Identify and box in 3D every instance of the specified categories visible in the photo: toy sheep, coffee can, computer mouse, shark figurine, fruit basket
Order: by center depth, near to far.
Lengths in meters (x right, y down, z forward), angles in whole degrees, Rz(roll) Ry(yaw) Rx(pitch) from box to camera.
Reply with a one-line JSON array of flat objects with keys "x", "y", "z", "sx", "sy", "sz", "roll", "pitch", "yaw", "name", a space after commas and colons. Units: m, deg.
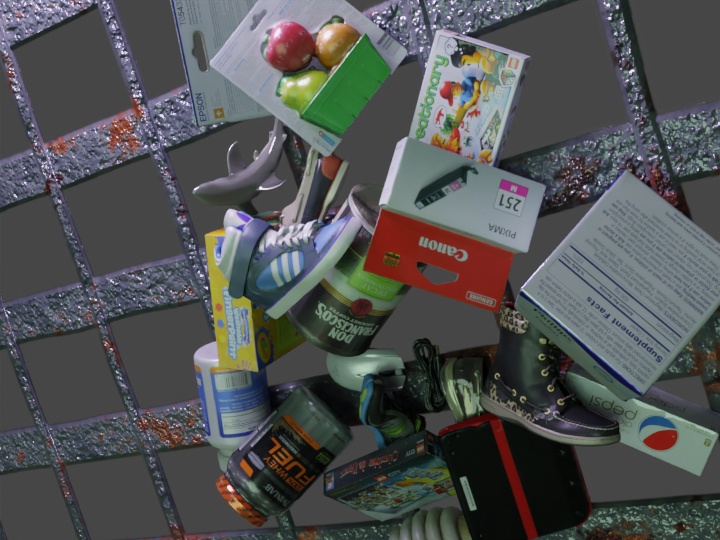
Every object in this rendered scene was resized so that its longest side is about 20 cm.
[{"x": -0.068, "y": -0.283, "z": 1.212, "sx": 0.200, "sy": 0.094, "sz": 0.185, "roll": 36, "pitch": 86, "yaw": -2, "name": "fruit basket"}, {"x": 0.000, "y": 0.000, "z": 1.262, "sx": 0.146, "sy": 0.146, "sz": 0.200, "roll": 40, "pitch": 119, "yaw": 11, "name": "coffee can"}, {"x": -0.134, "y": -0.157, "z": 1.308, "sx": 0.089, "sy": 0.128, "sz": 0.215, "roll": 17, "pitch": 69, "yaw": 43, "name": "shark figurine"}, {"x": 0.108, "y": 0.423, "z": 1.343, "sx": 0.200, "sy": 0.138, "sz": 0.138, "roll": -26, "pitch": 92, "yaw": 14, "name": "toy sheep"}, {"x": 0.030, "y": 0.154, "z": 1.352, "sx": 0.200, "sy": 0.044, "sz": 0.110, "roll": -1, "pitch": 106, "yaw": 27, "name": "computer mouse"}]

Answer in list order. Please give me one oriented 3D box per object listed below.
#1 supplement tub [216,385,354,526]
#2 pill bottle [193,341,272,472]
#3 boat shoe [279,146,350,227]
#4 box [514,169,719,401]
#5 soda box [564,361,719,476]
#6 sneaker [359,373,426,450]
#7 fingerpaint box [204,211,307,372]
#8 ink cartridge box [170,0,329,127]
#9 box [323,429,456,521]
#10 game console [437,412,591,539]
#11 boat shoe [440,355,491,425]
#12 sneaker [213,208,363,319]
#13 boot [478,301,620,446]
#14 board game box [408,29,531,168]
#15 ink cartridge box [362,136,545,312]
[{"x": -0.117, "y": 0.284, "z": 1.375, "sx": 0.123, "sy": 0.123, "sz": 0.200, "roll": 43, "pitch": 86, "yaw": 10, "name": "supplement tub"}, {"x": -0.199, "y": 0.219, "z": 1.452, "sx": 0.112, "sy": 0.112, "sz": 0.200, "roll": 1, "pitch": 106, "yaw": 27, "name": "pill bottle"}, {"x": -0.081, "y": -0.080, "z": 1.292, "sx": 0.063, "sy": 0.071, "sz": 0.200, "roll": 25, "pitch": 88, "yaw": 1, "name": "boat shoe"}, {"x": 0.317, "y": 0.021, "z": 1.076, "sx": 0.184, "sy": 0.105, "sz": 0.200, "roll": 42, "pitch": 82, "yaw": 11, "name": "box"}, {"x": 0.362, "y": 0.188, "z": 1.179, "sx": 0.200, "sy": 0.064, "sz": 0.068, "roll": 22, "pitch": 113, "yaw": 21, "name": "soda box"}, {"x": 0.051, "y": 0.214, "z": 1.316, "sx": 0.083, "sy": 0.071, "sz": 0.200, "roll": -9, "pitch": 135, "yaw": 18, "name": "sneaker"}, {"x": -0.146, "y": 0.026, "z": 1.335, "sx": 0.073, "sy": 0.167, "sz": 0.200, "roll": 4, "pitch": 107, "yaw": 26, "name": "fingerpaint box"}, {"x": -0.149, "y": -0.310, "z": 1.238, "sx": 0.200, "sy": 0.043, "sz": 0.197, "roll": -12, "pitch": 101, "yaw": -13, "name": "ink cartridge box"}, {"x": 0.063, "y": 0.308, "z": 1.338, "sx": 0.200, "sy": 0.038, "sz": 0.137, "roll": -30, "pitch": 133, "yaw": 31, "name": "box"}, {"x": 0.218, "y": 0.285, "z": 1.256, "sx": 0.177, "sy": 0.031, "sz": 0.200, "roll": -18, "pitch": 103, "yaw": 7, "name": "game console"}, {"x": 0.178, "y": 0.215, "z": 1.277, "sx": 0.073, "sy": 0.074, "sz": 0.200, "roll": -19, "pitch": 97, "yaw": 31, "name": "boat shoe"}, {"x": -0.108, "y": -0.039, "z": 1.165, "sx": 0.146, "sy": 0.081, "sz": 0.200, "roll": 43, "pitch": 123, "yaw": -6, "name": "sneaker"}, {"x": 0.245, "y": 0.130, "z": 1.151, "sx": 0.200, "sy": 0.073, "sz": 0.151, "roll": 17, "pitch": 104, "yaw": 45, "name": "boot"}, {"x": 0.136, "y": -0.203, "z": 1.195, "sx": 0.126, "sy": 0.035, "sz": 0.200, "roll": 23, "pitch": 114, "yaw": 20, "name": "board game box"}, {"x": 0.119, "y": -0.055, "z": 1.150, "sx": 0.200, "sy": 0.044, "sz": 0.174, "roll": 17, "pitch": 85, "yaw": -13, "name": "ink cartridge box"}]
